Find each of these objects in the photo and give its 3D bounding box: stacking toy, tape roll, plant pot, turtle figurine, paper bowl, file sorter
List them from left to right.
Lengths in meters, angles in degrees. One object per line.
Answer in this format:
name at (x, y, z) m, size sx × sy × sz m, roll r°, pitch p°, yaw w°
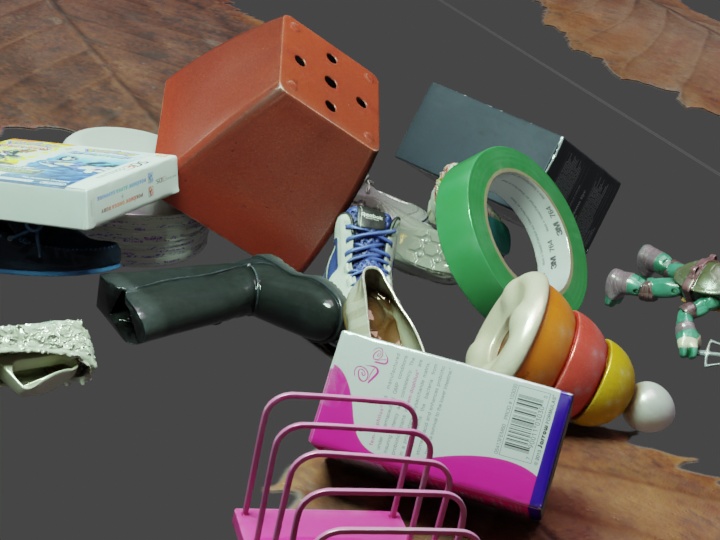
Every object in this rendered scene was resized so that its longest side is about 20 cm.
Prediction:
paper bowl at (-0.259, -0.088, 1.820) m, size 0.201 × 0.104 × 0.201 m, roll 10°, pitch 21°, yaw -4°
plant pot at (-0.086, -0.149, 1.785) m, size 0.200 × 0.176 × 0.200 m, roll 32°, pitch 36°, yaw -26°
file sorter at (-0.003, 0.191, 1.245) m, size 0.139 × 0.125 × 0.200 m, roll 4°, pitch 23°, yaw -17°
tape roll at (0.163, -0.032, 1.778) m, size 0.048 × 0.200 × 0.200 m, roll -25°, pitch -2°, yaw 38°
stacking toy at (0.209, 0.104, 1.594) m, size 0.200 × 0.146 × 0.146 m, roll 28°, pitch 21°, yaw -10°
turtle figurine at (0.378, 0.031, 1.839) m, size 0.200 × 0.101 × 0.150 m, roll 22°, pitch 25°, yaw 39°

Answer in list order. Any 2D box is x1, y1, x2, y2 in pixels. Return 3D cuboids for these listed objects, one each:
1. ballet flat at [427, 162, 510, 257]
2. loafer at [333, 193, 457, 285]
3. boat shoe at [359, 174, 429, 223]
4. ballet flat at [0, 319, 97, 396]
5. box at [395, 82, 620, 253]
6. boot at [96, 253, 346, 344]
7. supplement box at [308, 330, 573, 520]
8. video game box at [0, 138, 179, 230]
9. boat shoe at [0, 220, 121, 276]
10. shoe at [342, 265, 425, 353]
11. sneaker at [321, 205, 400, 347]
ballet flat at (0.112, -0.058, 1.881) m, size 0.064 × 0.076 × 0.200 m, roll -1°, pitch -25°, yaw 23°
loafer at (0.045, -0.031, 1.881) m, size 0.200 × 0.070 × 0.070 m, roll 28°, pitch -8°, yaw 32°
boat shoe at (-0.015, -0.086, 1.964) m, size 0.200 × 0.070 × 0.071 m, roll 9°, pitch 23°, yaw -4°
ballet flat at (-0.315, 0.082, 1.446) m, size 0.200 × 0.072 × 0.072 m, roll -9°, pitch 29°, yaw -38°
box at (0.179, -0.121, 2.002) m, size 0.200 × 0.104 × 0.182 m, roll 27°, pitch 1°, yaw 33°
boot at (-0.134, 0.037, 1.625) m, size 0.200 × 0.066 × 0.165 m, roll -5°, pitch 19°, yaw -40°
supplement box at (0.069, 0.131, 1.405) m, size 0.200 × 0.101 × 0.103 m, roll 16°, pitch -11°, yaw 10°
video game box at (-0.308, -0.088, 1.647) m, size 0.200 × 0.047 × 0.182 m, roll 7°, pitch 14°, yaw 20°
boat shoe at (-0.332, -0.032, 1.642) m, size 0.200 × 0.069 × 0.084 m, roll 4°, pitch 7°, yaw 13°
shoe at (0.023, 0.079, 1.548) m, size 0.070 × 0.053 × 0.200 m, roll 3°, pitch 44°, yaw -21°
sneaker at (0.000, 0.000, 1.710) m, size 0.081 × 0.115 × 0.199 m, roll 5°, pitch 23°, yaw -12°
